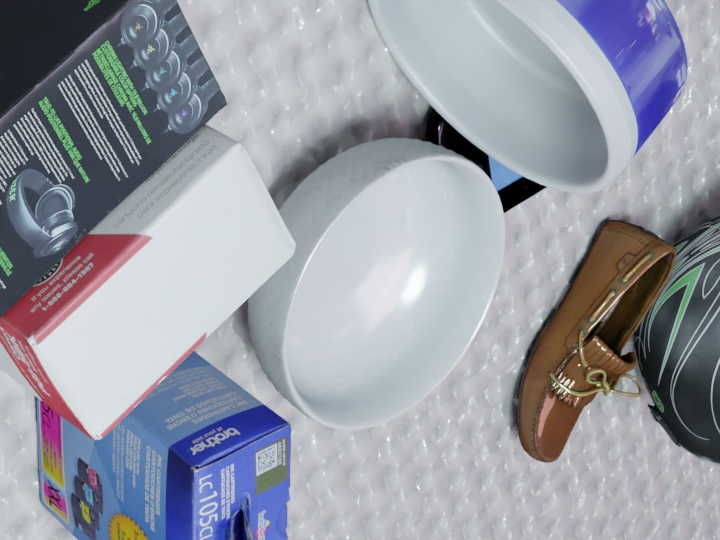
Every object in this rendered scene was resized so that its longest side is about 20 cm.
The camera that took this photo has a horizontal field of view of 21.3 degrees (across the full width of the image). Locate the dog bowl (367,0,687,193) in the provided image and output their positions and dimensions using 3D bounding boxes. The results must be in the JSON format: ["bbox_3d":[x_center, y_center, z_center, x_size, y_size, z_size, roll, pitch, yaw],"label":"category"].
[{"bbox_3d":[0.103,-0.146,1.194,0.079,0.199,0.201,-47,140,-16],"label":"dog bowl"}]

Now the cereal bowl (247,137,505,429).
[{"bbox_3d":[0.000,0.000,1.271,0.199,0.083,0.202,-27,133,-34],"label":"cereal bowl"}]

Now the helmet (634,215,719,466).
[{"bbox_3d":[0.323,0.045,1.569,0.199,0.199,0.192,-29,125,-32],"label":"helmet"}]

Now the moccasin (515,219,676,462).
[{"bbox_3d":[0.189,0.063,1.522,0.073,0.077,0.202,29,92,-52],"label":"moccasin"}]

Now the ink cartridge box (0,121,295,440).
[{"bbox_3d":[-0.156,-0.026,0.992,0.147,0.199,0.083,-44,136,-18],"label":"ink cartridge box"}]

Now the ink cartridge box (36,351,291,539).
[{"bbox_3d":[-0.110,0.125,1.140,0.076,0.199,0.138,-23,130,-36],"label":"ink cartridge box"}]

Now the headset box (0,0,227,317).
[{"bbox_3d":[-0.189,-0.087,0.934,0.200,0.174,0.093,-44,140,-16],"label":"headset box"}]

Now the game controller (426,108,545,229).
[{"bbox_3d":[0.123,-0.107,1.369,0.199,0.042,0.105,-31,134,-31],"label":"game controller"}]
